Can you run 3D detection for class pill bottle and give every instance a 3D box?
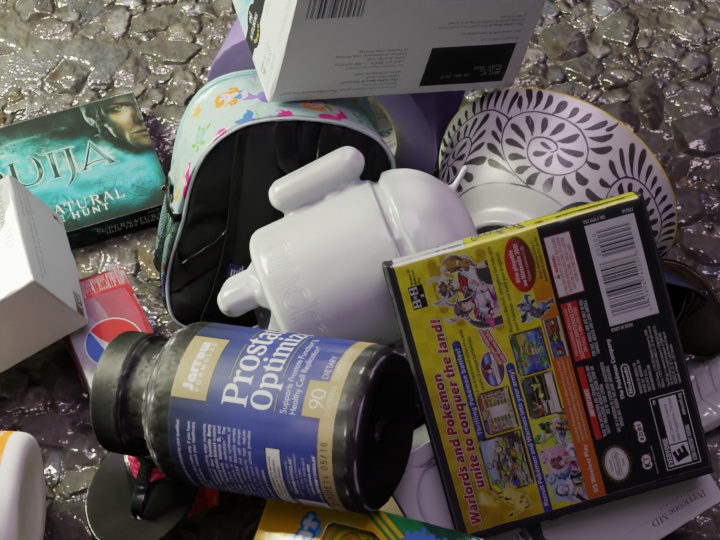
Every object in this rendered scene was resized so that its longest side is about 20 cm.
[{"bbox_3d":[-0.073,0.094,1.163,0.200,0.112,0.112,6,53,22],"label":"pill bottle"},{"bbox_3d":[-0.335,0.172,1.259,0.200,0.113,0.113,0,53,2],"label":"pill bottle"}]

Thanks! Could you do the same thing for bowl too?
[{"bbox_3d":[0.133,-0.032,1.343,0.201,0.201,0.094,21,50,16],"label":"bowl"}]

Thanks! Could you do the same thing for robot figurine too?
[{"bbox_3d":[0.000,0.000,1.239,0.200,0.170,0.113,-25,11,4],"label":"robot figurine"}]

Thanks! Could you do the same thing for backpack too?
[{"bbox_3d":[-0.065,-0.060,1.345,0.177,0.200,0.151,2,41,-16],"label":"backpack"}]

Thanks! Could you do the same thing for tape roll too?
[{"bbox_3d":[-0.020,-0.149,1.438,0.200,0.200,0.085,14,55,11],"label":"tape roll"}]

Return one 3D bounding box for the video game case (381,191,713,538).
[{"bbox_3d":[0.127,0.065,1.180,0.181,0.026,0.200,-16,98,-1],"label":"video game case"}]

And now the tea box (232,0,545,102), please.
[{"bbox_3d":[0.012,-0.243,1.299,0.200,0.134,0.197,-6,52,-21],"label":"tea box"}]

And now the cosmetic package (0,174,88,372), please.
[{"bbox_3d":[-0.318,0.029,1.339,0.200,0.081,0.113,-31,54,11],"label":"cosmetic package"}]

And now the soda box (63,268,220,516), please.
[{"bbox_3d":[-0.173,0.096,1.338,0.063,0.070,0.200,-20,57,-13],"label":"soda box"}]

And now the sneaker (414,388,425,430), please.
[{"bbox_3d":[0.079,0.100,1.299,0.200,0.074,0.089,9,46,-9],"label":"sneaker"}]

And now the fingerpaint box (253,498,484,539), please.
[{"bbox_3d":[-0.009,0.258,1.147,0.167,0.073,0.200,11,74,33],"label":"fingerpaint box"}]

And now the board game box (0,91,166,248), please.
[{"bbox_3d":[-0.271,-0.074,1.492,0.200,0.028,0.135,-17,56,-11],"label":"board game box"}]

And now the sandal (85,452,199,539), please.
[{"bbox_3d":[-0.131,0.117,1.251,0.075,0.045,0.200,26,59,16],"label":"sandal"}]

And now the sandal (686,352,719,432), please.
[{"bbox_3d":[0.318,0.076,1.365,0.203,0.050,0.082,-24,41,-1],"label":"sandal"}]

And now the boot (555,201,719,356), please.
[{"bbox_3d":[0.220,0.032,1.277,0.075,0.200,0.097,-51,34,13],"label":"boot"}]

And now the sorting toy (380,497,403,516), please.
[{"bbox_3d":[0.020,0.133,1.335,0.185,0.036,0.200,29,54,20],"label":"sorting toy"}]

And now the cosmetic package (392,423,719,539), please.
[{"bbox_3d":[0.131,0.147,1.231,0.200,0.052,0.151,-32,100,-2],"label":"cosmetic package"}]
